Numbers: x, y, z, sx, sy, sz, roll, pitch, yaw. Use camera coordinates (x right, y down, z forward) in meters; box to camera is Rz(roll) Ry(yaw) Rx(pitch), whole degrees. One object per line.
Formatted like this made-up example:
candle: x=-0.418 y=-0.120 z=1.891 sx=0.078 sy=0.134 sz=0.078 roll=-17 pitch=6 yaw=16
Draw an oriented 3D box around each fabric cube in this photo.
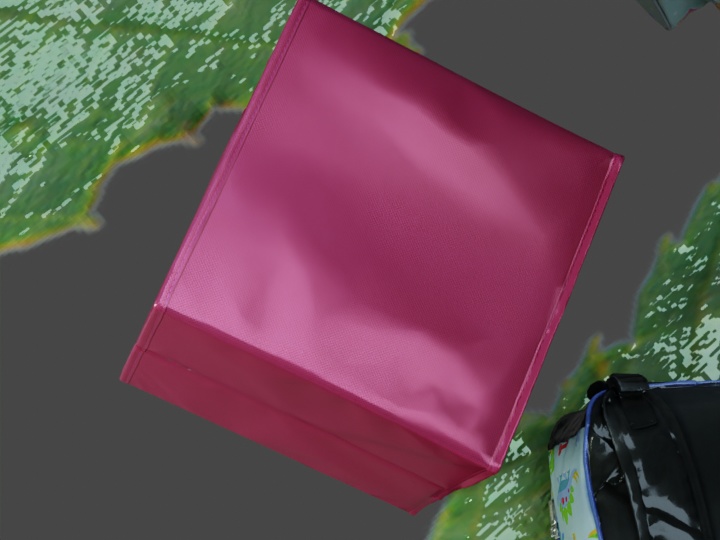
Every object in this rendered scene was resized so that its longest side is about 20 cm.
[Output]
fabric cube: x=0.000 y=0.000 z=1.126 sx=0.199 sy=0.200 sz=0.197 roll=25 pitch=72 yaw=-6

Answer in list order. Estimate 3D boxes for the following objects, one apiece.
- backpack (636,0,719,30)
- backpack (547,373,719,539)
backpack: x=0.196 y=-0.262 z=1.242 sx=0.153 sy=0.176 sz=0.201 roll=-27 pitch=68 yaw=15
backpack: x=0.202 y=0.172 z=1.145 sx=0.182 sy=0.147 sz=0.201 roll=-1 pitch=71 yaw=-10
